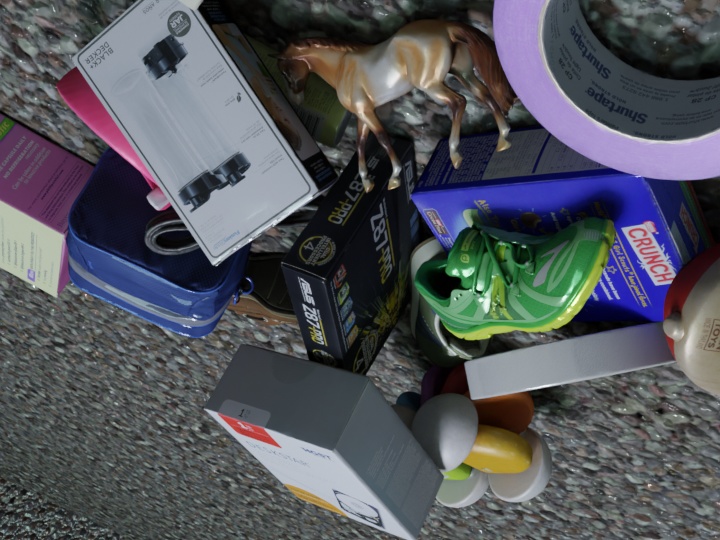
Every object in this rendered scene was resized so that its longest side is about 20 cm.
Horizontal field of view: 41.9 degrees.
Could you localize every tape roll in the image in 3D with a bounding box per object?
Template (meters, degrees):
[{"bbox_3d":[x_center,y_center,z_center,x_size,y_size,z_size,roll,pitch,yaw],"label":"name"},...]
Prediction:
[{"bbox_3d":[0.192,0.081,0.842,0.201,0.037,0.203,-11,172,-2],"label":"tape roll"},{"bbox_3d":[0.184,-0.151,0.572,0.199,0.066,0.201,22,146,16],"label":"tape roll"}]

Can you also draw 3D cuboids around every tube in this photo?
[{"bbox_3d":[-0.100,-0.168,0.789,0.199,0.058,0.052,24,156,1],"label":"tube"}]

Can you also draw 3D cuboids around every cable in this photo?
[{"bbox_3d":[-0.110,-0.062,0.900,0.199,0.051,0.097,-22,141,24],"label":"cable"}]

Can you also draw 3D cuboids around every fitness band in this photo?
[{"bbox_3d":[-0.215,-0.120,0.860,0.144,0.037,0.200,50,177,-10],"label":"fitness band"}]

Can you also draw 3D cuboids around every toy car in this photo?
[{"bbox_3d":[0.108,0.171,1.047,0.174,0.151,0.199,28,148,-32],"label":"toy car"}]

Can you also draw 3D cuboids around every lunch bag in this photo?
[{"bbox_3d":[-0.204,-0.023,0.999,0.199,0.137,0.133,26,150,-2],"label":"lunch bag"}]

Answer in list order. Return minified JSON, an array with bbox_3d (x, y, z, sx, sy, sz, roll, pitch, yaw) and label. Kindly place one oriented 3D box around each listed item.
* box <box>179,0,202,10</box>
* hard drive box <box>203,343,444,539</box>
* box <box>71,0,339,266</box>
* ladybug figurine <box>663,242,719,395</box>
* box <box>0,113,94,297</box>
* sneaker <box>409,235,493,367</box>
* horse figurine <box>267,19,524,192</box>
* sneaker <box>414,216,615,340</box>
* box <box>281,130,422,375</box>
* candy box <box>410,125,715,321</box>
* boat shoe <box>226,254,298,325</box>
[{"bbox_3d":[-0.096,-0.268,0.618,0.082,0.069,0.200,35,148,-14],"label":"box"},{"bbox_3d":[-0.030,0.166,0.904,0.155,0.077,0.200,10,149,36],"label":"hard drive box"},{"bbox_3d":[-0.122,-0.120,0.753,0.116,0.060,0.201,-33,95,21],"label":"box"},{"bbox_3d":[0.297,0.023,0.693,0.198,0.072,0.137,-3,119,-26],"label":"ladybug figurine"},{"bbox_3d":[-0.414,-0.086,1.099,0.199,0.097,0.176,28,149,-5],"label":"box"},{"bbox_3d":[0.093,0.059,0.929,0.067,0.090,0.201,-23,143,-7],"label":"sneaker"},{"bbox_3d":[0.034,-0.135,0.708,0.199,0.050,0.134,-13,103,39],"label":"horse figurine"},{"bbox_3d":[0.110,0.004,0.720,0.083,0.074,0.199,36,148,-20],"label":"sneaker"},{"bbox_3d":[0.000,0.000,0.857,0.049,0.162,0.201,19,148,20],"label":"box"},{"bbox_3d":[0.168,-0.035,0.764,0.199,0.077,0.169,0,139,38],"label":"candy box"},{"bbox_3d":[-0.097,0.025,1.066,0.199,0.072,0.068,15,153,35],"label":"boat shoe"}]
